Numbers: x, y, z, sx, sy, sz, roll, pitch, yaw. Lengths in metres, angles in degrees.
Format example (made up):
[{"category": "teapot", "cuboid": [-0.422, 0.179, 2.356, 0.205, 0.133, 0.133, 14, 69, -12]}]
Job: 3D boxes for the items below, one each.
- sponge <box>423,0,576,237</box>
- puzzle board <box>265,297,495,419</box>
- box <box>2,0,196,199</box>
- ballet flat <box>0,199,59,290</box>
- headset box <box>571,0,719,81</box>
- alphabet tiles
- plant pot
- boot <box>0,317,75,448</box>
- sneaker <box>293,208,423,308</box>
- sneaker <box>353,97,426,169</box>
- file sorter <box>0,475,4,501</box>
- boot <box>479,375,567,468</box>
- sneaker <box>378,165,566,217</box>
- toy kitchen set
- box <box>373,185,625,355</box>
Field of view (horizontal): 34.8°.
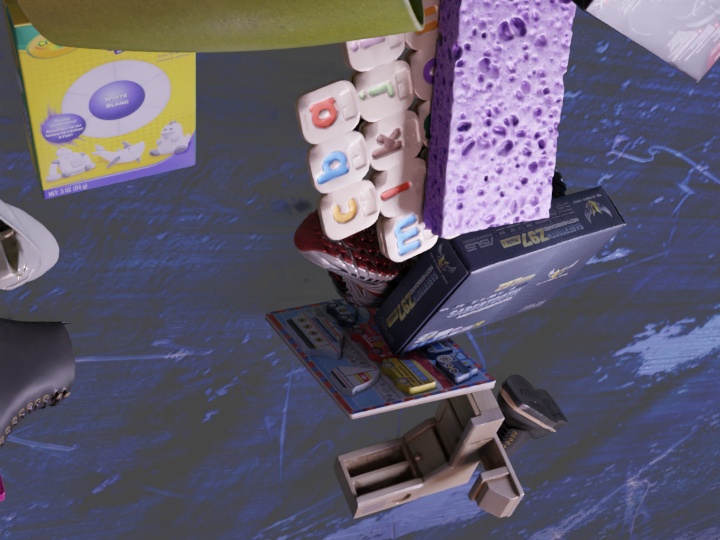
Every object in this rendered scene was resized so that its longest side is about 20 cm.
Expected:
[{"category": "sponge", "cuboid": [0.107, -0.129, 0.884, 0.111, 0.030, 0.200, -9, 114, -30]}, {"category": "puzzle board", "cuboid": [0.015, 0.072, 1.104, 0.150, 0.200, 0.017, -9, 118, -25]}, {"category": "box", "cuboid": [-0.168, -0.135, 0.759, 0.117, 0.048, 0.200, -15, 148, -17]}, {"category": "ballet flat", "cuboid": [-0.279, -0.023, 0.839, 0.069, 0.070, 0.200, -25, 151, 1]}, {"category": "headset box", "cuboid": [0.239, -0.237, 0.841, 0.200, 0.077, 0.149, 11, 124, -48]}, {"category": "alphabet tiles", "cuboid": [0.043, -0.109, 0.878, 0.195, 0.015, 0.200, -25, 122, -23]}, {"category": "plant pot", "cuboid": [-0.086, -0.194, 0.617, 0.200, 0.187, 0.187, -14, 153, 11]}, {"category": "boot", "cuboid": [-0.291, 0.129, 0.950, 0.077, 0.200, 0.138, -14, 167, 42]}, {"category": "sneaker", "cuboid": [0.000, 0.000, 1.076, 0.082, 0.078, 0.200, -35, 149, 21]}, {"category": "sneaker", "cuboid": [0.059, -0.095, 0.947, 0.200, 0.091, 0.066, 1, 144, -39]}, {"category": "file sorter", "cuboid": [-0.423, 0.181, 0.994, 0.200, 0.139, 0.125, -11, 150, -22]}, {"category": "boot", "cuboid": [0.195, 0.219, 1.555, 0.138, 0.078, 0.200, -38, 150, 11]}, {"category": "sneaker", "cuboid": [0.096, -0.052, 1.065, 0.200, 0.078, 0.086, -5, 149, -31]}, {"category": "toy kitchen set", "cuboid": [0.090, 0.260, 1.484, 0.180, 0.163, 0.200, -13, 149, -20]}, {"category": "box", "cuboid": [0.128, 0.000, 1.070, 0.200, 0.051, 0.158, -17, 157, -34]}]
